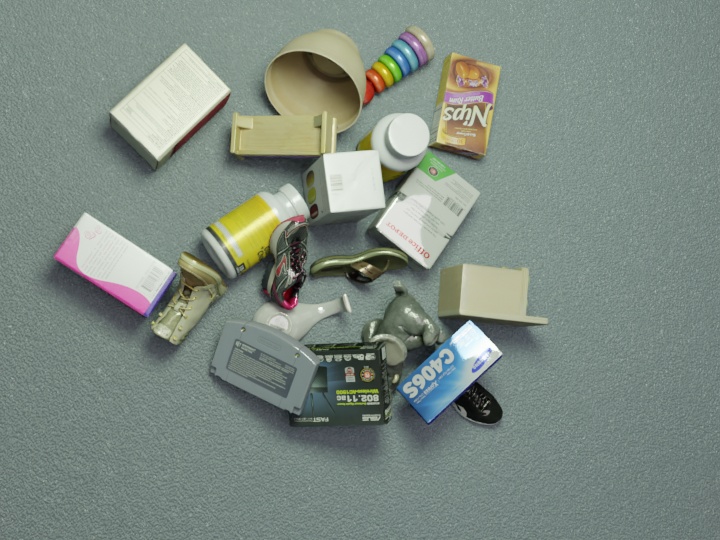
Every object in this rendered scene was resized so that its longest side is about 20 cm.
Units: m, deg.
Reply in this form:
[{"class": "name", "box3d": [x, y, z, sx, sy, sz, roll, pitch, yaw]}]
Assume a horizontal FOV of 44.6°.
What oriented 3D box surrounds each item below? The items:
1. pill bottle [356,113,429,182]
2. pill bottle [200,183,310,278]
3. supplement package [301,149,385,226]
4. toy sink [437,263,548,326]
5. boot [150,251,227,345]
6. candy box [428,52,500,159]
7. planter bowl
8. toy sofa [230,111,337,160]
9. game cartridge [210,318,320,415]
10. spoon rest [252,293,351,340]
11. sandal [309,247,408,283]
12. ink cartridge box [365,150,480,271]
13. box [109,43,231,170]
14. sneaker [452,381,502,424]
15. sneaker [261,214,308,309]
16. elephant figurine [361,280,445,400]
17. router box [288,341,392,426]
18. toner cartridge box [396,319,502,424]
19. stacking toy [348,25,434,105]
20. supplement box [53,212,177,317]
[{"class": "pill bottle", "box3d": [0.066, -0.245, 1.733, 0.111, 0.200, 0.113, 1, 85, -14]}, {"class": "pill bottle", "box3d": [-0.200, -0.082, 1.701, 0.200, 0.112, 0.112, -35, 95, -14]}, {"class": "supplement package", "box3d": [-0.037, -0.155, 1.705, 0.109, 0.200, 0.114, -6, 86, -16]}, {"class": "toy sink", "box3d": [0.276, 0.049, 1.811, 0.199, 0.130, 0.113, 7, 83, -14]}, {"class": "boot", "box3d": [-0.326, 0.056, 1.617, 0.072, 0.200, 0.155, 36, 79, 13]}, {"class": "candy box", "box3d": [0.222, -0.348, 1.867, 0.116, 0.056, 0.201, 12, 84, -15]}, {"class": "planter bowl", "box3d": [-0.074, -0.390, 1.733, 0.200, 0.200, 0.135, 29, 53, -11]}, {"class": "toy sofa", "box3d": [-0.145, -0.256, 1.703, 0.199, 0.098, 0.083, 2, 85, 13]}, {"class": "game cartridge", "box3d": [-0.180, 0.175, 1.667, 0.199, 0.042, 0.134, 24, 101, 12]}, {"class": "spoon rest", "box3d": [-0.117, 0.095, 1.746, 0.199, 0.061, 0.100, -17, 89, -2]}, {"class": "sandal", "box3d": [-0.001, 0.001, 1.764, 0.200, 0.080, 0.058, -9, 65, -7]}, {"class": "ink cartridge box", "box3d": [0.127, -0.119, 1.807, 0.146, 0.084, 0.200, 38, 77, -9]}, {"class": "box", "box3d": [-0.363, -0.310, 1.677, 0.128, 0.109, 0.200, 45, 76, -8]}, {"class": "sneaker", "box3d": [0.222, 0.254, 1.788, 0.200, 0.112, 0.073, 37, 78, -9]}, {"class": "sneaker", "box3d": [-0.129, -0.018, 1.676, 0.080, 0.201, 0.075, -16, 45, -35]}, {"class": "elephant figurine", "box3d": [0.059, 0.153, 1.753, 0.200, 0.142, 0.155, -39, 67, 1]}, {"class": "router box", "box3d": [-0.045, 0.219, 1.688, 0.199, 0.062, 0.151, -4, 98, 15]}, {"class": "toner cartridge box", "box3d": [0.174, 0.199, 1.720, 0.200, 0.043, 0.095, -43, 75, -5]}, {"class": "stacking toy", "box3d": [0.056, -0.417, 1.818, 0.200, 0.085, 0.085, -40, 96, -10]}, {"class": "supplement box", "box3d": [-0.454, -0.007, 1.632, 0.200, 0.103, 0.101, 35, 79, -11]}]
